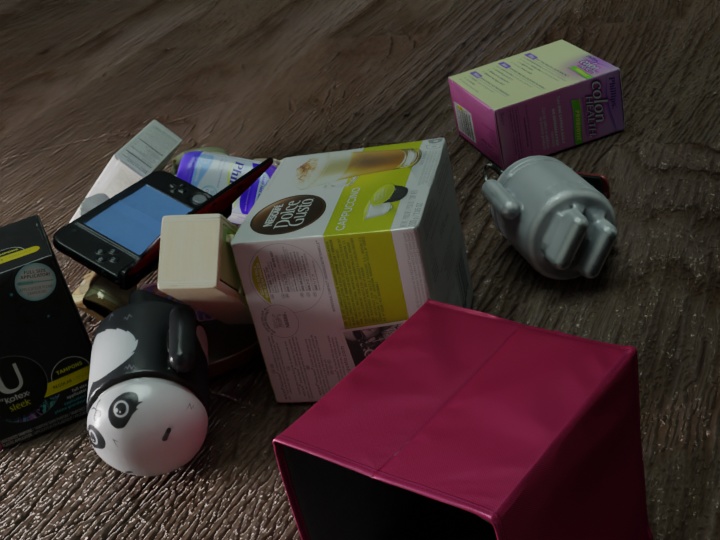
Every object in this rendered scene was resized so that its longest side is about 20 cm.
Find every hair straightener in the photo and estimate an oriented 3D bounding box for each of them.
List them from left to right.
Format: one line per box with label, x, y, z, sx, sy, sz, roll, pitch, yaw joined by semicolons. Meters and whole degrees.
hair straightener;0.228;-0.111;1.358;0.077;0.041;0.199;-31;34;-29

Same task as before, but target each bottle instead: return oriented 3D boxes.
bottle;-0.136;-0.098;1.317;0.198;0.084;0.065;12;-9;11

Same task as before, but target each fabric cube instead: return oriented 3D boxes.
fabric cube;0.087;0.169;0.780;0.199;0.198;0.199;12;36;39

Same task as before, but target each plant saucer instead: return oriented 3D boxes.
plant saucer;-0.180;0.070;1.229;0.198;0.035;0.201;-11;30;6

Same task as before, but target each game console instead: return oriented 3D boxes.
game console;-0.226;-0.080;1.180;0.172;0.119;0.200;28;40;18

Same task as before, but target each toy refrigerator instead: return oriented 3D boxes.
toy refrigerator;-0.143;0.003;1.096;0.069;0.077;0.200;-1;-14;13

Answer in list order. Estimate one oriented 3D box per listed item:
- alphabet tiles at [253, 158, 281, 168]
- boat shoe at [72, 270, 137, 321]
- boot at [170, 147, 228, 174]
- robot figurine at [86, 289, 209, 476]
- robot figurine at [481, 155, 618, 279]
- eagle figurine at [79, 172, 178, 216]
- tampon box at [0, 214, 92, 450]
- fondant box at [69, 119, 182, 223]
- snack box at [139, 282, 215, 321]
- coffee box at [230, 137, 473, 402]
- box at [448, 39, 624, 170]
alphabet tiles;-0.059;-0.126;1.414;0.194;0.015;0.200;3;-6;26
boat shoe;-0.306;0.027;1.259;0.065;0.071;0.200;-64;20;-14
boot;-0.269;-0.125;1.566;0.199;0.073;0.155;-26;29;-16
robot figurine;-0.218;0.113;1.055;0.124;0.151;0.201;-8;43;-2
robot figurine;0.223;-0.064;1.207;0.169;0.114;0.200;18;19;-25
eagle figurine;-0.263;-0.047;1.376;0.198;0.153;0.151;-13;9;11
tampon box;-0.388;0.069;1.148;0.149;0.201;0.126;-22;30;-14
fondant box;-0.344;-0.127;1.508;0.145;0.058;0.200;-51;9;21
snack box;-0.176;0.031;1.236;0.198;0.024;0.072;-9;32;9
coffee box;0.000;0.000;1.101;0.196;0.201;0.200;-4;30;17
box;0.258;-0.249;1.527;0.199;0.097;0.176;-20;30;-10
